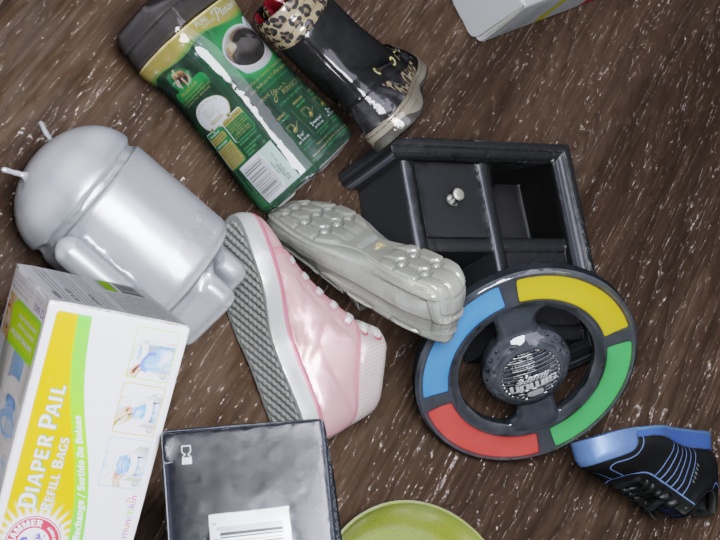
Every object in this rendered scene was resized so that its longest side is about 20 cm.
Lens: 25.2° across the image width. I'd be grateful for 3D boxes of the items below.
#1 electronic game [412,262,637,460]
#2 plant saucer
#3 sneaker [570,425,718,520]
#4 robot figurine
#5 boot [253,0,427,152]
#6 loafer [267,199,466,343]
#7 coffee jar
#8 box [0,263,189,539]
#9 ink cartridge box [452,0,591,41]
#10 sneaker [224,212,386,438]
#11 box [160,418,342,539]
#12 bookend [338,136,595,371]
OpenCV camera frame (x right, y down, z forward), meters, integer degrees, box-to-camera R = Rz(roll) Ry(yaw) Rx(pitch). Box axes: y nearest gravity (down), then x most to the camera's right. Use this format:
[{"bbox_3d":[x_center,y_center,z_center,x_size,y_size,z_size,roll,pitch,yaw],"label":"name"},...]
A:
[{"bbox_3d":[0.141,0.081,1.373,0.199,0.200,0.042,19,25,-25],"label":"electronic game"},{"bbox_3d":[0.041,0.289,1.311,0.199,0.031,0.201,13,64,-28],"label":"plant saucer"},{"bbox_3d":[0.265,0.185,1.454,0.199,0.070,0.078,8,68,-45],"label":"sneaker"},{"bbox_3d":[-0.184,-0.033,1.242,0.200,0.113,0.170,40,24,-13],"label":"robot figurine"},{"bbox_3d":[-0.017,-0.191,1.381,0.151,0.073,0.200,43,19,-17],"label":"boot"},{"bbox_3d":[0.000,0.000,1.332,0.200,0.070,0.070,29,41,34],"label":"loafer"},{"bbox_3d":[-0.107,-0.152,1.351,0.200,0.085,0.104,49,41,-5],"label":"coffee jar"},{"bbox_3d":[-0.205,0.112,1.120,0.101,0.112,0.201,12,98,-26],"label":"box"},{"bbox_3d":[0.172,-0.330,1.606,0.200,0.083,0.146,-26,87,-37],"label":"ink cartridge box"},{"bbox_3d":[-0.044,0.040,1.326,0.104,0.075,0.201,-19,90,-32],"label":"sneaker"},{"bbox_3d":[-0.068,0.224,1.146,0.117,0.200,0.198,-6,72,-1],"label":"box"},{"bbox_3d":[0.101,-0.008,1.428,0.199,0.092,0.200,1,72,-31],"label":"bookend"}]
